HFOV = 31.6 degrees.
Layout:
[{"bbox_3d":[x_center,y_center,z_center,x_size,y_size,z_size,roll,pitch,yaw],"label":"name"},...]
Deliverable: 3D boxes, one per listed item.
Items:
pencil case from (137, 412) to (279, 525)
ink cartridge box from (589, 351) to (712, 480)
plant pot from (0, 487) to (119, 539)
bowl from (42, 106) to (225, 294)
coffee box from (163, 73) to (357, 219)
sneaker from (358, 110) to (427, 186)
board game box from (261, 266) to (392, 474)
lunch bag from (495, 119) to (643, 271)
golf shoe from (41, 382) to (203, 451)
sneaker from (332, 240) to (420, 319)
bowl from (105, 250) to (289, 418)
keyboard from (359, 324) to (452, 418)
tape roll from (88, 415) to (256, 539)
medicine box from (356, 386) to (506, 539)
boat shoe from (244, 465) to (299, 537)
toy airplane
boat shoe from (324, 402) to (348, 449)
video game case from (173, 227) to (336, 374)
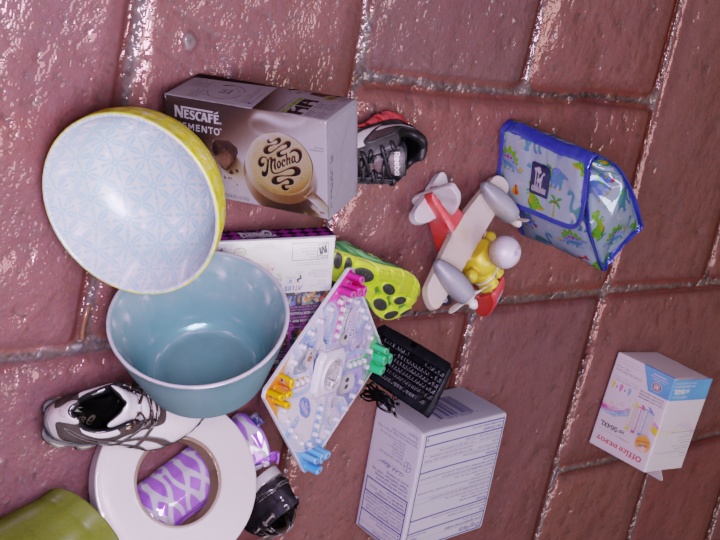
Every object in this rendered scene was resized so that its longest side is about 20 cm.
[{"bbox_3d":[-0.197,0.260,1.582,0.199,0.085,0.084,-34,154,-26],"label":"pencil case"},{"bbox_3d":[0.507,0.259,2.249,0.125,0.128,0.202,4,106,-45],"label":"ink cartridge box"},{"bbox_3d":[-0.366,0.349,1.401,0.193,0.199,0.202,-42,135,-38],"label":"plant pot"},{"bbox_3d":[-0.222,-0.088,1.340,0.108,0.198,0.202,-59,153,-59],"label":"bowl"},{"bbox_3d":[-0.107,-0.137,1.378,0.080,0.198,0.114,-44,141,-54],"label":"coffee box"},{"bbox_3d":[0.003,-0.140,1.572,0.199,0.098,0.071,-23,127,-34],"label":"sneaker"},{"bbox_3d":[-0.034,0.129,1.582,0.201,0.026,0.201,-55,149,-24],"label":"board game box"},{"bbox_3d":[0.290,-0.117,1.815,0.127,0.169,0.201,-45,136,-19],"label":"lunch bag"},{"bbox_3d":[-0.255,0.164,1.436,0.199,0.094,0.078,-6,77,-32],"label":"golf shoe"},{"bbox_3d":[0.000,0.000,1.641,0.199,0.084,0.074,26,109,-38],"label":"sneaker"},{"bbox_3d":[-0.176,0.084,1.413,0.200,0.200,0.106,-34,146,-28],"label":"bowl"},{"bbox_3d":[0.043,0.138,1.683,0.039,0.200,0.105,22,92,-29],"label":"keyboard"},{"bbox_3d":[-0.220,0.250,1.508,0.201,0.037,0.205,6,76,-23],"label":"tape roll"},{"bbox_3d":[0.104,0.293,1.885,0.181,0.103,0.202,-7,115,-43],"label":"medicine box"},{"bbox_3d":[-0.113,0.315,1.655,0.074,0.060,0.200,-34,161,-24],"label":"boat shoe"},{"bbox_3d":[0.151,-0.040,1.734,0.199,0.140,0.202,9,87,-57],"label":"toy airplane"},{"bbox_3d":[-0.055,0.165,1.684,0.075,0.074,0.202,-15,120,-39],"label":"boat shoe"},{"bbox_3d":[-0.132,0.041,1.527,0.198,0.036,0.183,-4,113,-22],"label":"video game case"}]
